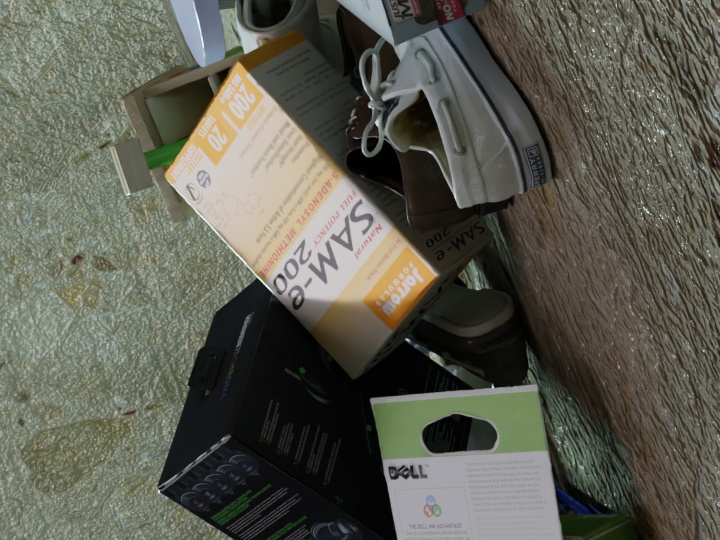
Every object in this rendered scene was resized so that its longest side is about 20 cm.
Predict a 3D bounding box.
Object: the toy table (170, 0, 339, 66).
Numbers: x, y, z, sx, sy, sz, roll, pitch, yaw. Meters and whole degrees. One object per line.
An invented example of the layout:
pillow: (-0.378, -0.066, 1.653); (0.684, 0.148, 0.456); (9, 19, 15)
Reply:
toy table: (-0.098, -0.256, 1.691); (0.200, 0.116, 0.185); (102, 146, -78)

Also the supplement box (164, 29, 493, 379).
supplement box: (-0.024, -0.045, 1.432); (0.200, 0.073, 0.126); (46, 131, 9)

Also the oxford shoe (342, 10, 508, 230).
oxford shoe: (0.020, -0.106, 1.365); (0.073, 0.084, 0.201); (72, 174, -49)

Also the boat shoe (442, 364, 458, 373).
boat shoe: (0.043, 0.126, 1.757); (0.071, 0.091, 0.200); (59, 162, -20)

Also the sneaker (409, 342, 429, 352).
sneaker: (0.020, -0.028, 1.789); (0.201, 0.070, 0.082); (58, -145, -7)

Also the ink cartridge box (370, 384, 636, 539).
ink cartridge box: (0.099, 0.169, 1.362); (0.147, 0.075, 0.202); (-7, 95, 43)

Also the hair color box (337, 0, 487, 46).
hair color box: (0.007, -0.205, 1.236); (0.200, 0.060, 0.100); (-127, 15, -69)

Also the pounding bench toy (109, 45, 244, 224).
pounding bench toy: (-0.116, -0.127, 1.874); (0.125, 0.155, 0.200); (68, -156, -10)

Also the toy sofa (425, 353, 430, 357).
toy sofa: (0.058, 0.162, 1.894); (0.083, 0.097, 0.201); (128, 120, -83)

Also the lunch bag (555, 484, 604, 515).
lunch bag: (0.154, 0.239, 1.452); (0.152, 0.093, 0.200); (71, 163, -5)

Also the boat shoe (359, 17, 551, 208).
boat shoe: (0.036, -0.098, 1.238); (0.202, 0.086, 0.075); (-119, 9, -47)

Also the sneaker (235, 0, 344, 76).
sneaker: (-0.040, -0.178, 1.552); (0.200, 0.073, 0.116); (-72, -24, -61)

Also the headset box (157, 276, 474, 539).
headset box: (-0.031, 0.115, 1.473); (0.199, 0.093, 0.175); (35, -137, -20)

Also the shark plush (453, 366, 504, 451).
shark plush: (0.127, 0.156, 1.598); (0.200, 0.091, 0.083); (52, -165, 14)

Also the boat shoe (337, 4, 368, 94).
boat shoe: (0.015, -0.095, 1.491); (0.067, 0.057, 0.201); (-159, 47, -81)

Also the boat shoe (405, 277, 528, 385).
boat shoe: (0.059, 0.037, 1.516); (0.200, 0.067, 0.057); (26, 142, 64)
